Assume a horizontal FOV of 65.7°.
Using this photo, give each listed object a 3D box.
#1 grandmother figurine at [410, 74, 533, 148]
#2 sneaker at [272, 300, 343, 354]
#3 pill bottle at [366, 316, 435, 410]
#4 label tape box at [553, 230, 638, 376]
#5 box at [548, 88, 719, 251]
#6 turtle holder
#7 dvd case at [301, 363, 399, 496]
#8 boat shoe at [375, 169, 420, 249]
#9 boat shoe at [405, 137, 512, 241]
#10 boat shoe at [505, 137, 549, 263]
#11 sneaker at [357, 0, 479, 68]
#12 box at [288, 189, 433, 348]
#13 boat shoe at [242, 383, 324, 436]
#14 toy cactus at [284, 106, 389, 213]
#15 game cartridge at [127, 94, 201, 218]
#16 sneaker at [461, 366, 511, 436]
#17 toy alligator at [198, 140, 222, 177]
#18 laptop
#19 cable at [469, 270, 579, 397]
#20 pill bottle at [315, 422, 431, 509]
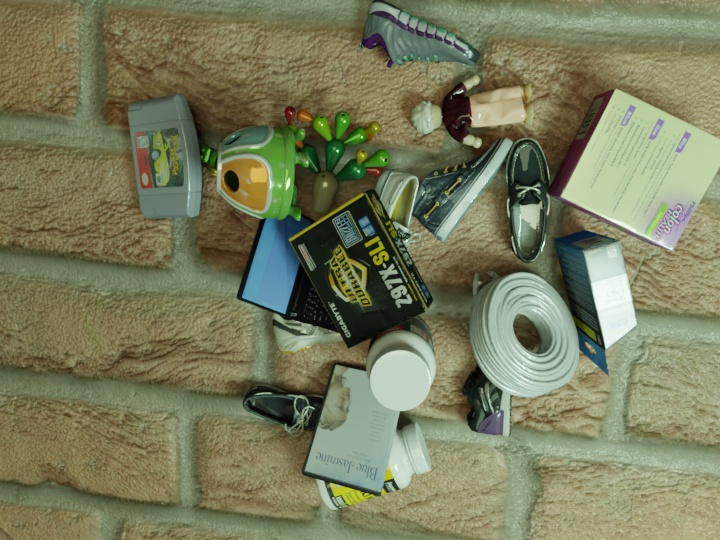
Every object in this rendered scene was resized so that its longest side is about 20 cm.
[{"bbox_3d":[0.180,-0.258,0.918,0.195,0.061,0.124,-3,68,9],"label":"grandmother figurine"},{"bbox_3d":[-0.067,0.082,0.988,0.196,0.076,0.089,-16,99,7],"label":"sneaker"},{"bbox_3d":[0.067,0.145,0.924,0.113,0.200,0.119,1,100,4],"label":"pill bottle"},{"bbox_3d":[0.386,0.046,0.908,0.062,0.144,0.204,-15,99,5],"label":"label tape box"},{"bbox_3d":[0.435,-0.159,0.891,0.197,0.097,0.179,25,101,1],"label":"box"},{"bbox_3d":[-0.154,-0.166,0.859,0.129,0.142,0.189,3,56,-14],"label":"turtle holder"},{"bbox_3d":[-0.009,0.271,0.974,0.140,0.018,0.203,10,62,13],"label":"dvd case"},{"bbox_3d":[0.057,-0.060,0.911,0.085,0.074,0.206,16,89,42],"label":"boat shoe"},{"bbox_3d":[0.163,-0.154,0.930,0.090,0.071,0.202,38,94,9],"label":"boat shoe"},{"bbox_3d":[0.278,-0.113,0.919,0.074,0.060,0.204,-6,106,14],"label":"boat shoe"},{"bbox_3d":[0.093,-0.359,0.907,0.197,0.074,0.089,29,112,11],"label":"sneaker"},{"bbox_3d":[0.000,0.000,0.874,0.158,0.049,0.203,-27,93,26],"label":"box"},{"bbox_3d":[-0.120,0.260,1.031,0.196,0.062,0.076,20,99,1],"label":"boat shoe"},{"bbox_3d":[-0.050,-0.182,0.933,0.196,0.102,0.168,17,105,7],"label":"toy cactus"},{"bbox_3d":[-0.334,-0.193,0.962,0.130,0.041,0.205,0,100,24],"label":"game cartridge"},{"bbox_3d":[0.223,0.197,0.987,0.085,0.076,0.205,0,100,11],"label":"sneaker"},{"bbox_3d":[-0.251,-0.195,0.966,0.197,0.054,0.060,24,101,0],"label":"toy alligator"},{"bbox_3d":[-0.076,-0.004,0.930,0.196,0.103,0.181,14,79,10],"label":"laptop"},{"bbox_3d":[0.271,0.103,0.919,0.197,0.069,0.203,22,61,-13],"label":"cable"},{"bbox_3d":[0.022,0.348,1.008,0.196,0.113,0.114,-21,98,8],"label":"pill bottle"}]
